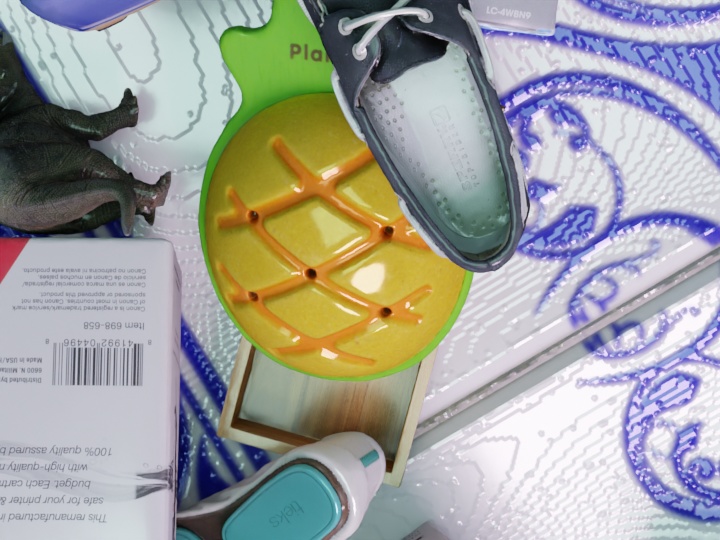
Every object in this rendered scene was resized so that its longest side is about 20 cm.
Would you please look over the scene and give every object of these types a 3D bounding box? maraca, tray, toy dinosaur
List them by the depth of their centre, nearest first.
[{"bbox_3d":[-0.011,-0.038,1.110,0.137,0.107,0.200,5,115,9],"label":"maraca"},{"bbox_3d":[-0.153,-0.046,1.155,0.102,0.200,0.077,-4,124,-17],"label":"toy dinosaur"},{"bbox_3d":[0.000,0.000,1.194,0.099,0.037,0.200,15,98,3],"label":"tray"}]

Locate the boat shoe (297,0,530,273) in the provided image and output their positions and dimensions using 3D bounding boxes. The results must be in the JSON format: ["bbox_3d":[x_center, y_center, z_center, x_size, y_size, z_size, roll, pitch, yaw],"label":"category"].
[{"bbox_3d":[0.023,-0.093,1.018,0.076,0.060,0.200,-29,104,8],"label":"boat shoe"}]

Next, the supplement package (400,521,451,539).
[{"bbox_3d":[0.004,0.248,1.166,0.200,0.111,0.156,-36,93,-5],"label":"supplement package"}]

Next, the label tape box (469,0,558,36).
[{"bbox_3d":[0.064,-0.216,1.105,0.066,0.143,0.200,9,97,-9],"label":"label tape box"}]

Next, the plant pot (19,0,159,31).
[{"bbox_3d":[-0.097,-0.228,1.100,0.200,0.200,0.180,-24,101,7],"label":"plant pot"}]

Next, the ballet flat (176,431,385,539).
[{"bbox_3d":[-0.058,0.135,1.191,0.200,0.069,0.069,-33,93,38],"label":"ballet flat"}]

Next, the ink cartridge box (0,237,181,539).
[{"bbox_3d":[-0.162,0.089,1.139,0.144,0.084,0.200,1,79,0],"label":"ink cartridge box"}]
